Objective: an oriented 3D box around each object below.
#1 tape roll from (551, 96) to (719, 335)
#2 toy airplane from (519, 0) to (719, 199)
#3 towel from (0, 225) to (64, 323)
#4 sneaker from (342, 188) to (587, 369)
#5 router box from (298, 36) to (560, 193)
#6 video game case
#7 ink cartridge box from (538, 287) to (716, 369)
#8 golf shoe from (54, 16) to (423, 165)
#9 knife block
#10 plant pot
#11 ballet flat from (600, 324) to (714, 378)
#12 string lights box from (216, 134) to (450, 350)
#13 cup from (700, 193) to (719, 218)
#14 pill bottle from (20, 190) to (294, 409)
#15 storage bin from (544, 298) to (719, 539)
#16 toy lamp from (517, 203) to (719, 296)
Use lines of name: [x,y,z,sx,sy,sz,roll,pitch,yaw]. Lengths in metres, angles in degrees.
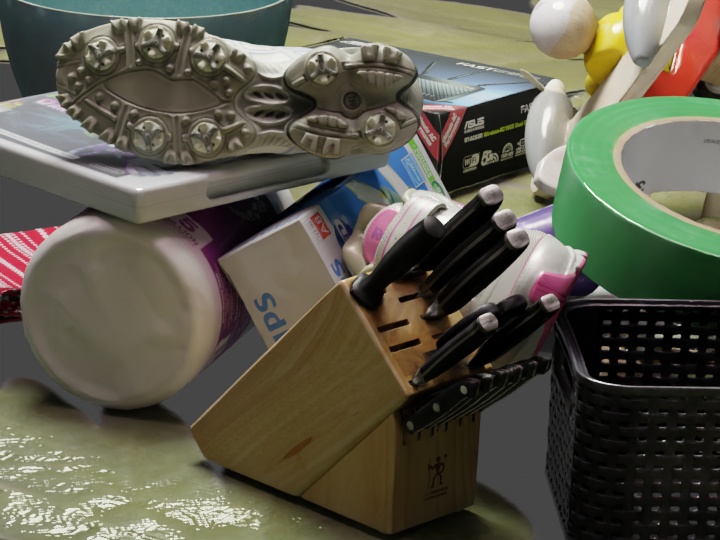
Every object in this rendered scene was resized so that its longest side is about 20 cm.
tape roll: [0.206,-0.030,1.632,0.200,0.048,0.200,9,28,-4]
toy airplane: [0.162,-0.120,1.943,0.141,0.200,0.199,39,13,0]
towel: [-0.160,-0.007,1.838,0.200,0.023,0.145,-7,19,-27]
sneaker: [0.045,0.005,1.537,0.088,0.081,0.200,32,-11,-19]
router box: [0.021,-0.112,2.120,0.200,0.062,0.150,15,20,34]
video game case: [-0.116,-0.074,1.683,0.182,0.023,0.200,-14,23,-40]
ink cartridge box: [0.174,0.016,1.772,0.160,0.047,0.200,5,15,11]
golf shoe: [-0.066,-0.092,1.628,0.200,0.078,0.097,7,1,2]
knife block: [0.006,0.032,1.479,0.064,0.176,0.200,-14,23,-43]
plant pot: [-0.148,-0.130,2.036,0.200,0.135,0.200,2,17,-1]
ballet flat: [0.220,0.057,1.602,0.200,0.067,0.068,0,18,-9]
string lights box: [0.000,0.000,1.681,0.059,0.103,0.200,-26,7,24]
cup: [0.326,-0.085,1.940,0.200,0.143,0.200,2,18,-1]
pill bottle: [-0.105,-0.003,1.682,0.112,0.112,0.200,7,18,15]
storage bin: [0.198,0.079,1.491,0.200,0.094,0.135,2,17,-4]
toy lamp: [0.172,-0.017,1.707,0.200,0.058,0.058,-3,18,-26]
